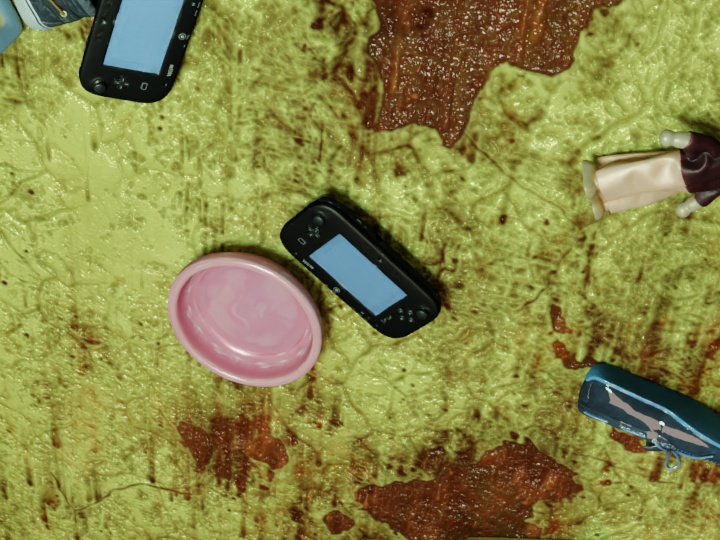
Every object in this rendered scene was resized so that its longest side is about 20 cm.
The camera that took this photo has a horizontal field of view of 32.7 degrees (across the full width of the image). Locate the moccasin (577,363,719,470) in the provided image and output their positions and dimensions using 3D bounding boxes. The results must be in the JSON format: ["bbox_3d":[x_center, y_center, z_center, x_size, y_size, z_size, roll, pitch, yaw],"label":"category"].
[{"bbox_3d":[0.349,0.178,1.433,0.199,0.080,0.069,29,117,12],"label":"moccasin"}]

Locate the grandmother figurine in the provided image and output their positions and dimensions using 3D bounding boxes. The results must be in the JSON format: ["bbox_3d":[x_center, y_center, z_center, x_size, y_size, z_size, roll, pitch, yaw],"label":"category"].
[{"bbox_3d":[0.327,-0.103,1.235,0.198,0.061,0.121,-9,150,21],"label":"grandmother figurine"}]

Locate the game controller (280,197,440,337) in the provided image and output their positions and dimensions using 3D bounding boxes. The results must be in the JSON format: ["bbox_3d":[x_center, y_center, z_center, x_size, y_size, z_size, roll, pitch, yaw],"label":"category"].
[{"bbox_3d":[0.000,0.000,1.421,0.200,0.042,0.104,42,127,-14],"label":"game controller"}]

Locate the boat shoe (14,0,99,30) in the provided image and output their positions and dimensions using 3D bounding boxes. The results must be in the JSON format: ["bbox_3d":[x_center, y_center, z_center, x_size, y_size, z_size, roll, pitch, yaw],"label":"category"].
[{"bbox_3d":[-0.335,-0.346,1.264,0.090,0.071,0.201,-6,131,21],"label":"boat shoe"}]

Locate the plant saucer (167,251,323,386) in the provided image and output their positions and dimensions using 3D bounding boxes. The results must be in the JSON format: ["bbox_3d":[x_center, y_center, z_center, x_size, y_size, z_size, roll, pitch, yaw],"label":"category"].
[{"bbox_3d":[-0.137,0.054,1.512,0.198,0.051,0.202,9,129,11],"label":"plant saucer"}]

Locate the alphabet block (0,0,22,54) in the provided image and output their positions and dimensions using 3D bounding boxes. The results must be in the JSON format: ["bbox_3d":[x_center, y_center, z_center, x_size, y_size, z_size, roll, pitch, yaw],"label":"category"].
[{"bbox_3d":[-0.516,-0.272,1.296,0.198,0.197,0.197,-9,122,24],"label":"alphabet block"}]

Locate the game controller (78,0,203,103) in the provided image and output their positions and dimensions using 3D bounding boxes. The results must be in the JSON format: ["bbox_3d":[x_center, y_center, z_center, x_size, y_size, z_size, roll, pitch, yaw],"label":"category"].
[{"bbox_3d":[-0.229,-0.260,1.293,0.103,0.042,0.201,13,133,-18],"label":"game controller"}]

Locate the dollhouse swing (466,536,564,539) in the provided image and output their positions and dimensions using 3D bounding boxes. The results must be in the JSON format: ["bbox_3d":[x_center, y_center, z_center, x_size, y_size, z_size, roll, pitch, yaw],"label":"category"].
[{"bbox_3d":[0.236,0.459,1.631,0.198,0.182,0.178,-2,106,19],"label":"dollhouse swing"}]
